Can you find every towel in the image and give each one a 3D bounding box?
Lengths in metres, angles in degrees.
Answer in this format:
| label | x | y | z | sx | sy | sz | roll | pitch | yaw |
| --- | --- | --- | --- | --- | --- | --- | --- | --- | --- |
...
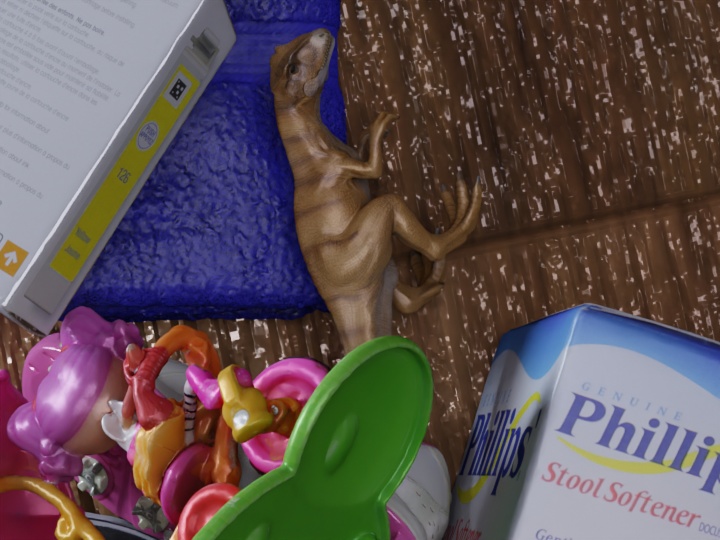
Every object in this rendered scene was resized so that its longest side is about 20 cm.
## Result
| label | x | y | z | sx | sy | sz | roll | pitch | yaw |
| --- | --- | --- | --- | --- | --- | --- | --- | --- | --- |
| towel | -0.076 | -0.078 | 0.986 | 0.147 | 0.050 | 0.202 | -2 | 85 | -10 |

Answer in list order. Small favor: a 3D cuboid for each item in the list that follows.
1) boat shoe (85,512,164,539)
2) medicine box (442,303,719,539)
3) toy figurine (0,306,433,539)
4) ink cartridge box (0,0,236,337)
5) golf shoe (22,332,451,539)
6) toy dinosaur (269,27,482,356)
| label | x | y | z | sx | sy | sz | roll | pitch | yaw |
| --- | --- | --- | --- | --- | --- | --- | --- | --- | --- |
| boat shoe | -0.080 | 0.151 | 0.959 | 0.199 | 0.071 | 0.073 | 18 | 83 | -4 |
| medicine box | 0.090 | 0.127 | 0.924 | 0.102 | 0.182 | 0.201 | 17 | 83 | -4 |
| toy figurine | -0.092 | 0.080 | 0.881 | 0.183 | 0.150 | 0.201 | 28 | 92 | 32 |
| ink cartridge box | -0.153 | -0.104 | 0.939 | 0.197 | 0.047 | 0.201 | 29 | 80 | 29 |
| golf shoe | -0.051 | 0.077 | 0.976 | 0.199 | 0.092 | 0.076 | 27 | 123 | 14 |
| toy dinosaur | 0.000 | 0.000 | 0.964 | 0.106 | 0.060 | 0.201 | -6 | 79 | -35 |
